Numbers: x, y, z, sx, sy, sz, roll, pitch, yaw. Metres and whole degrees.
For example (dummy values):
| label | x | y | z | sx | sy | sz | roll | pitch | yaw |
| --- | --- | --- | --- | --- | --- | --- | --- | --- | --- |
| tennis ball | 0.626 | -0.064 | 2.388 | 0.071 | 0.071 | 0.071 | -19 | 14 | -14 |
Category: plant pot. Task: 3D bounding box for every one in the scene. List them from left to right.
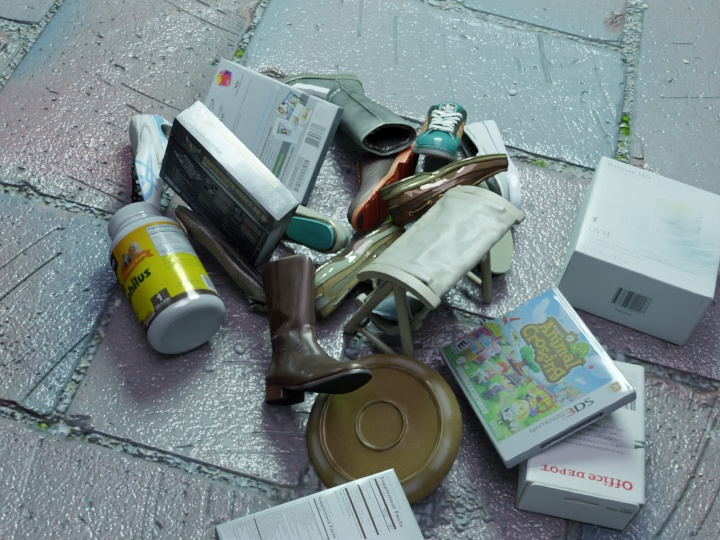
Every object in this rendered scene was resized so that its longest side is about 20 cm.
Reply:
| label | x | y | z | sx | sy | sz | roll | pitch | yaw |
| --- | --- | --- | --- | --- | --- | --- | --- | --- | --- |
| plant pot | 0.027 | 0.195 | 1.242 | 0.198 | 0.028 | 0.202 | -4 | 66 | 9 |

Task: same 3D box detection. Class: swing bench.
| label | x | y | z | sx | sy | sz | roll | pitch | yaw |
| --- | --- | --- | --- | --- | --- | --- | --- | --- | --- |
| swing bench | 0.095 | 0.005 | 1.327 | 0.129 | 0.201 | 0.199 | 37 | 57 | 19 |

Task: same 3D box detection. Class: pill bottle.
| label | x | y | z | sx | sy | sz | roll | pitch | yaw |
| --- | --- | --- | --- | --- | --- | --- | --- | --- | --- |
| pill bottle | -0.268 | 0.005 | 1.336 | 0.109 | 0.110 | 0.201 | -21 | 58 | -21 |

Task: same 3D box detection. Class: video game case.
| label | x | y | z | sx | sy | sz | roll | pitch | yaw |
| --- | --- | --- | --- | --- | --- | --- | --- | --- | --- |
| video game case | 0.219 | 0.130 | 1.265 | 0.181 | 0.022 | 0.200 | -28 | 45 | -1 |

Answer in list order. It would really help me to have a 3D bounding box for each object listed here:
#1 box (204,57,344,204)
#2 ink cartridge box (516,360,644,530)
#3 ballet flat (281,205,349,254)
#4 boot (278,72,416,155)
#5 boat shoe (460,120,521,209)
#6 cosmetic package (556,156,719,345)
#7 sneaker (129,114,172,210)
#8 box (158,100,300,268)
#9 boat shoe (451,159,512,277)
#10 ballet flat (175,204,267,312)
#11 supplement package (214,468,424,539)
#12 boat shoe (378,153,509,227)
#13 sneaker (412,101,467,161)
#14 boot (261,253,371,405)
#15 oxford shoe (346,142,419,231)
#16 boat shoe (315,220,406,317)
| label | x | y | z | sx | sy | sz | roll | pitch | yaw |
| --- | --- | --- | --- | --- | --- | --- | --- | --- | --- |
| box | -0.144 | -0.208 | 1.496 | 0.199 | 0.041 | 0.157 | 23 | 98 | 10 |
| ink cartridge box | 0.281 | 0.212 | 1.271 | 0.146 | 0.083 | 0.201 | 11 | 53 | 3 |
| ballet flat | -0.102 | -0.072 | 1.444 | 0.199 | 0.070 | 0.070 | 23 | 53 | 24 |
| boot | -0.033 | -0.238 | 1.546 | 0.181 | 0.073 | 0.200 | -15 | 45 | -17 |
| boat shoe | 0.198 | -0.155 | 1.549 | 0.065 | 0.074 | 0.201 | -7 | 45 | -7 |
| cosmetic package | 0.409 | -0.032 | 1.448 | 0.198 | 0.123 | 0.201 | 19 | 52 | 7 |
| sneaker | -0.305 | -0.152 | 1.474 | 0.072 | 0.072 | 0.201 | 2 | 56 | -16 |
| box | -0.186 | -0.114 | 1.375 | 0.200 | 0.159 | 0.048 | 45 | 58 | 5 |
| boat shoe | 0.169 | -0.070 | 1.482 | 0.073 | 0.063 | 0.202 | 0 | 55 | -28 |
| ballet flat | -0.189 | -0.014 | 1.379 | 0.200 | 0.067 | 0.046 | 43 | 96 | 3 |
| supplement package | -0.040 | 0.342 | 1.064 | 0.199 | 0.192 | 0.148 | -14 | 57 | -17 |
| boat shoe | 0.126 | -0.118 | 1.438 | 0.199 | 0.072 | 0.068 | -20 | 93 | -14 |
| sneaker | 0.122 | -0.215 | 1.507 | 0.071 | 0.081 | 0.200 | 11 | 15 | 4 |
| boot | -0.061 | 0.059 | 1.264 | 0.064 | 0.186 | 0.202 | 19 | 63 | -44 |
| oxford shoe | 0.020 | -0.131 | 1.509 | 0.072 | 0.072 | 0.200 | 19 | 44 | 19 |
| boat shoe | 0.000 | 0.000 | 1.412 | 0.200 | 0.072 | 0.076 | -35 | 91 | -29 |
